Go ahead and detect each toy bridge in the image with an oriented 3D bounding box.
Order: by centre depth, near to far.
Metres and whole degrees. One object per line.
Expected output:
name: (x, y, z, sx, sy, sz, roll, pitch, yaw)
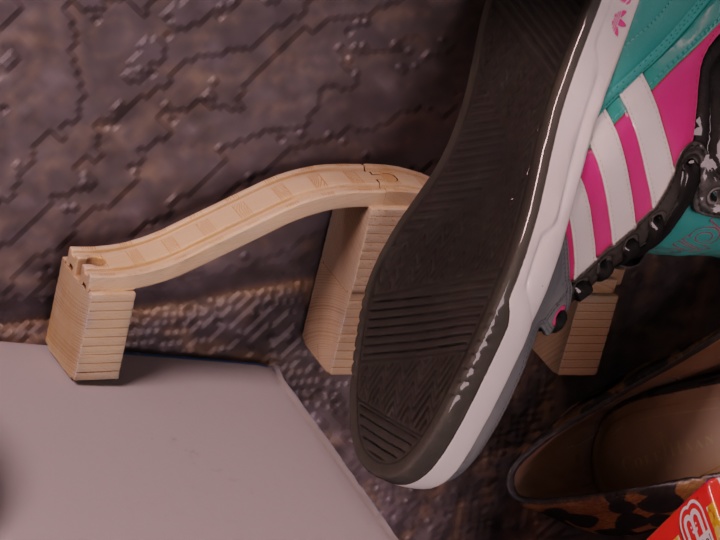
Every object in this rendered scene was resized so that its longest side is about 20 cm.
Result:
toy bridge: (0.000, 0.000, 0.939, 0.199, 0.027, 0.068, 0, 118, -27)

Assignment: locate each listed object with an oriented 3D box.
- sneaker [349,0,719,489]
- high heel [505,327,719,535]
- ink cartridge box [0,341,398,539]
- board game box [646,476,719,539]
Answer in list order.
sneaker: (0.078, -0.014, 0.919, 0.120, 0.083, 0.201, 24, 87, -33)
high heel: (0.136, 0.036, 0.952, 0.142, 0.072, 0.200, -13, 162, -23)
ink cartridge box: (-0.093, 0.144, 0.908, 0.146, 0.145, 0.201, 5, 116, -28)
board game box: (0.145, 0.114, 0.942, 0.151, 0.047, 0.200, -8, 156, -23)
